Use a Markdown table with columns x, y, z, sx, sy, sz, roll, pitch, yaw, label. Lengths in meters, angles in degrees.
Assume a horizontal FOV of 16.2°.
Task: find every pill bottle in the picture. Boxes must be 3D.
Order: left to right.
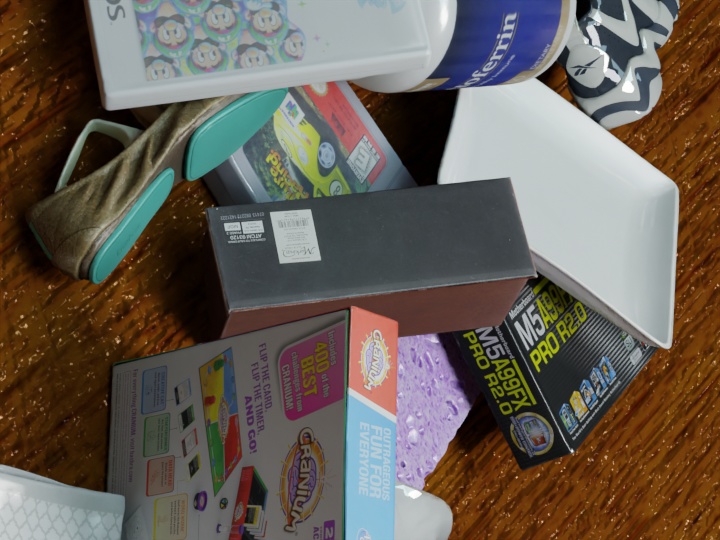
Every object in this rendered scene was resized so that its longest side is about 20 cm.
| x | y | z | sx | sy | sz | roll | pitch | yaw | label |
| --- | --- | --- | --- | --- | --- | --- | --- | --- | --- |
| 0.041 | -0.175 | 1.654 | 0.200 | 0.115 | 0.116 | -9 | 86 | -48 | pill bottle |

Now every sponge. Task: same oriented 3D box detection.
| x | y | z | sx | sy | sz | roll | pitch | yaw | label |
| --- | --- | --- | --- | --- | --- | --- | --- | --- | --- |
| 0.026 | 0.071 | 1.681 | 0.112 | 0.030 | 0.200 | 55 | 45 | -23 | sponge |

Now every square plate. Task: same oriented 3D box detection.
| x | y | z | sx | sy | sz | roll | pitch | yaw | label |
| --- | --- | --- | --- | --- | --- | --- | --- | --- | --- |
| 0.135 | -0.052 | 1.742 | 0.200 | 0.028 | 0.198 | 34 | 34 | -16 | square plate |

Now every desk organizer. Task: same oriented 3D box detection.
| x | y | z | sx | sy | sz | roll | pitch | yaw | label |
| --- | --- | --- | --- | --- | --- | --- | --- | --- | --- |
| 0.000 | 0.000 | 1.582 | 0.199 | 0.077 | 0.072 | -6 | 65 | -17 | desk organizer |

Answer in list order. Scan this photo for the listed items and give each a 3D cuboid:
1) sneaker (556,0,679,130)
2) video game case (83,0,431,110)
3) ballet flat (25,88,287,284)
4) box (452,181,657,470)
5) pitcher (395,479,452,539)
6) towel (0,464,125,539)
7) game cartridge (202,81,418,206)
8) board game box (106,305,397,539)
| x | y | z | sx | sy | sz | roll | pitch | yaw | label |
| --- | --- | --- | --- | --- | --- | --- | --- | --- | --- |
| 0.169 | -0.210 | 1.856 | 0.130 | 0.079 | 0.200 | 54 | 36 | -33 | sneaker |
| -0.071 | -0.192 | 1.532 | 0.199 | 0.024 | 0.183 | -8 | 66 | -10 | video game case |
| -0.127 | -0.074 | 1.516 | 0.072 | 0.068 | 0.200 | 36 | 60 | 12 | ballet flat |
| 0.129 | 0.025 | 1.763 | 0.161 | 0.044 | 0.200 | 64 | 31 | -9 | box |
| -0.041 | 0.188 | 1.525 | 0.171 | 0.121 | 0.200 | 36 | 41 | -11 | pitcher |
| -0.210 | 0.198 | 1.382 | 0.200 | 0.032 | 0.192 | 19 | 66 | -43 | towel |
| -0.041 | -0.070 | 1.643 | 0.200 | 0.041 | 0.133 | 54 | 50 | -24 | game cartridge |
| -0.065 | 0.114 | 1.439 | 0.040 | 0.200 | 0.154 | 18 | 67 | -44 | board game box |
